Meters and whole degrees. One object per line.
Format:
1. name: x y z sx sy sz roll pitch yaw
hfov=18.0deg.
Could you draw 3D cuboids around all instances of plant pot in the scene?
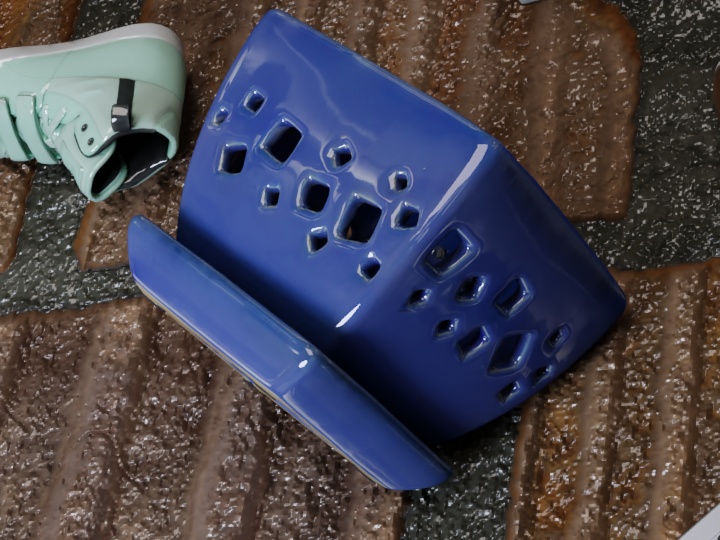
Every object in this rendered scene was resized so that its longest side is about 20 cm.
1. plant pot: 0.000 0.000 1.303 0.200 0.200 0.180 35 83 39

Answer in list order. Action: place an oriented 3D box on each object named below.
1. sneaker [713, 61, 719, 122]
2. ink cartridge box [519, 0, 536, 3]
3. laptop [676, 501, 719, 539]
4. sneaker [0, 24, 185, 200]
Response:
1. sneaker: 0.290 -0.075 1.321 0.085 0.073 0.200 -18 36 -28
2. ink cartridge box: 0.179 -0.246 1.457 0.200 0.104 0.059 -12 53 18
3. laptop: 0.221 0.172 1.110 0.200 0.116 0.187 -40 61 -5
4. sneaker: -0.215 -0.093 1.542 0.200 0.074 0.118 -17 45 11
